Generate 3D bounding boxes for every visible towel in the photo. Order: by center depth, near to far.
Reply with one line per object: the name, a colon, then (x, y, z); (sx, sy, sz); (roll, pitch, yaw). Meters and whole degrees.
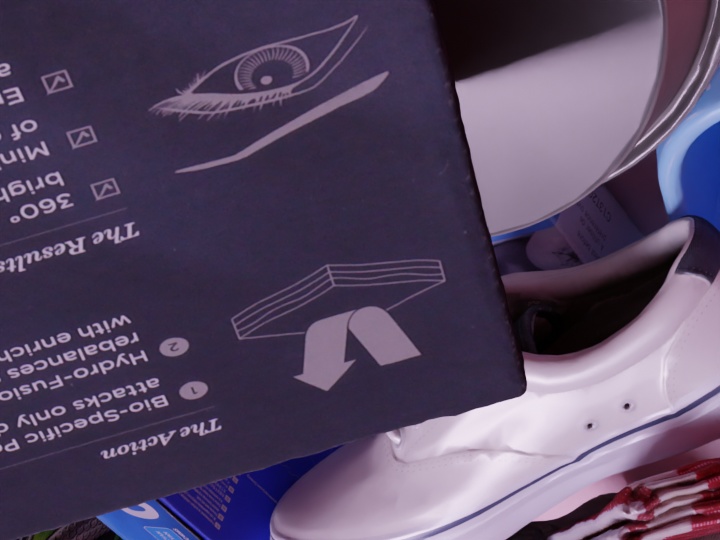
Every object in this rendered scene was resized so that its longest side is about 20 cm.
towel: (0.168, 0.066, 0.768); (0.199, 0.023, 0.144); (-12, 170, -6)

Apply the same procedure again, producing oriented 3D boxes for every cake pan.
cake pan: (0.007, -0.087, 0.659); (0.199, 0.037, 0.201); (12, 132, 14)

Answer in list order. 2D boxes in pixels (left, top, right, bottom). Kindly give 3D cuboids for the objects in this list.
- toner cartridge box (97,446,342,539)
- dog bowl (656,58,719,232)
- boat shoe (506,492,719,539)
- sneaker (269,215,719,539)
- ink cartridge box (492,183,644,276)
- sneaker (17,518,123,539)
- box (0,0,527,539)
toner cartridge box: (-0.048, 0.058, 0.805); (0.043, 0.095, 0.200); (-2, 144, 38)
dog bowl: (0.152, -0.016, 0.740); (0.111, 0.050, 0.200); (0, 144, 19)
boat shoe: (0.078, 0.135, 0.874); (0.074, 0.074, 0.199); (16, -167, 42)
sneaker: (0.045, 0.039, 0.746); (0.199, 0.073, 0.071); (-29, 116, 21)
ink cartridge box: (0.000, 0.000, 0.825); (0.199, 0.044, 0.198); (-10, 139, 34)
sneaker: (-0.109, 0.102, 0.862); (0.085, 0.200, 0.078); (37, 149, 0)
box: (-0.078, -0.039, 0.551); (0.195, 0.118, 0.200); (-16, 142, 1)
